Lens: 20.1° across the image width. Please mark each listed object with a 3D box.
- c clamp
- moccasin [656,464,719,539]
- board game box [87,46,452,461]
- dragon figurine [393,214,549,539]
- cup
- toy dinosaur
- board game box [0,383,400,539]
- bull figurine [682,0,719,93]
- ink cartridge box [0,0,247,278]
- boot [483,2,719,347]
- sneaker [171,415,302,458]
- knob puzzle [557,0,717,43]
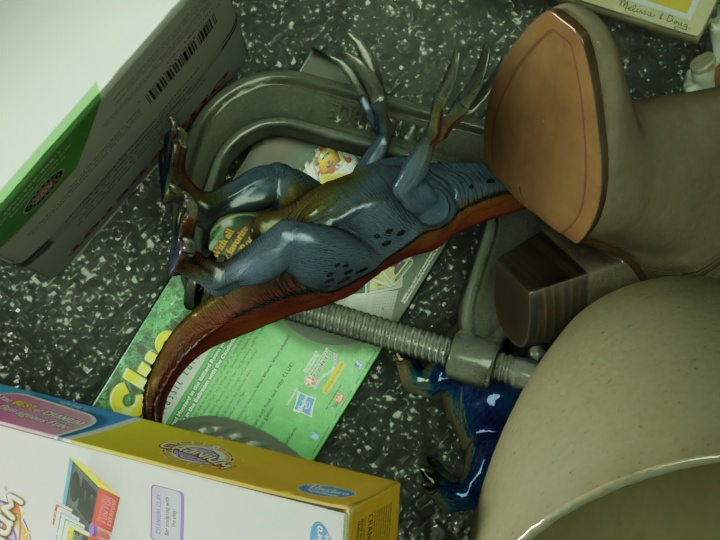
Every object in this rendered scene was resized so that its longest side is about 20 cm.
[{"bbox_3d":[0.000,0.000,0.900,0.199,0.027,0.172,21,80,12],"label":"c clamp"},{"bbox_3d":[0.139,0.148,0.908,0.201,0.074,0.078,-36,53,3],"label":"moccasin"},{"bbox_3d":[-0.032,0.009,0.941,0.105,0.023,0.201,33,87,-3],"label":"board game box"},{"bbox_3d":[0.074,0.068,0.921,0.099,0.059,0.201,-13,81,6],"label":"dragon figurine"},{"bbox_3d":[0.132,0.087,0.804,0.199,0.144,0.201,-2,132,-2],"label":"cup"},{"bbox_3d":[0.005,-0.029,0.878,0.180,0.105,0.201,5,121,-16],"label":"toy dinosaur"},{"bbox_3d":[-0.084,0.139,0.817,0.199,0.040,0.154,11,106,28],"label":"board game box"},{"bbox_3d":[0.236,-0.094,0.924,0.200,0.065,0.122,-35,116,2],"label":"bull figurine"},{"bbox_3d":[-0.127,-0.081,0.852,0.084,0.200,0.146,41,86,2],"label":"ink cartridge box"},{"bbox_3d":[0.126,-0.049,0.834,0.146,0.201,0.070,-23,56,-22],"label":"boot"},{"bbox_3d":[-0.024,0.144,0.875,0.078,0.080,0.200,-35,51,-22],"label":"sneaker"},{"bbox_3d":[0.105,-0.221,0.926,0.218,0.030,0.221,-2,73,5],"label":"knob puzzle"}]
